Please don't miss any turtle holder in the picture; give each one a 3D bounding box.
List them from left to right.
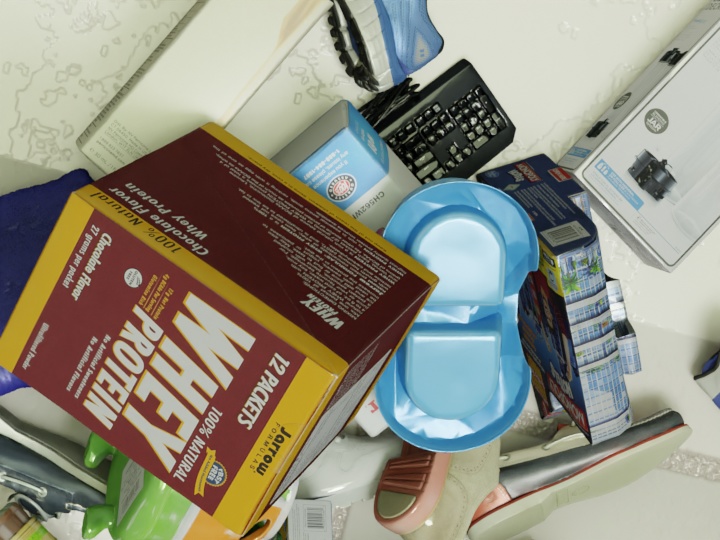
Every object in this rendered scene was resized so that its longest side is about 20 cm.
[{"bbox_3d":[-0.119,0.128,1.262,0.131,0.186,0.141,19,102,-18],"label":"turtle holder"}]

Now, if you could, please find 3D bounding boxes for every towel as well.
[{"bbox_3d":[-0.265,0.023,1.286,0.199,0.050,0.148,-22,72,-4],"label":"towel"}]

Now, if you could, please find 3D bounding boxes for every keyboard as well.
[{"bbox_3d":[0.019,-0.082,1.345,0.200,0.040,0.104,-39,101,-4],"label":"keyboard"}]

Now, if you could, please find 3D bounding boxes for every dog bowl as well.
[{"bbox_3d":[0.065,0.027,1.249,0.111,0.050,0.201,0,109,-5],"label":"dog bowl"}]

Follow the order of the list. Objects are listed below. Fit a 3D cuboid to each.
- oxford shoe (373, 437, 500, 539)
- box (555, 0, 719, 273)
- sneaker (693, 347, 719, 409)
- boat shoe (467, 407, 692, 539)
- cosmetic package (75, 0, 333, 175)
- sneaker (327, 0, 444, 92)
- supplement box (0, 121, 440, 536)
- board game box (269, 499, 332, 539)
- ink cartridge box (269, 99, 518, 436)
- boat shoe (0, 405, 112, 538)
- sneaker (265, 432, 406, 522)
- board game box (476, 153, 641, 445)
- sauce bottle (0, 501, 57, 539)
[{"bbox_3d":[0.076,0.128,1.341,0.074,0.071,0.200,45,58,-27],"label":"oxford shoe"},{"bbox_3d":[0.261,-0.110,1.369,0.200,0.060,0.117,-45,101,-2],"label":"box"},{"bbox_3d":[0.329,0.111,1.398,0.080,0.115,0.200,-32,129,-3],"label":"sneaker"},{"bbox_3d":[0.162,0.149,1.382,0.200,0.071,0.063,-23,61,-7],"label":"boat shoe"},{"bbox_3d":[-0.116,-0.142,1.284,0.071,0.105,0.200,41,90,-12],"label":"cosmetic package"},{"bbox_3d":[0.007,-0.239,1.316,0.089,0.079,0.201,-24,103,-20],"label":"sneaker"},{"bbox_3d":[-0.088,0.030,1.146,0.197,0.200,0.133,34,115,7],"label":"supplement box"},{"bbox_3d":[-0.047,0.284,1.277,0.034,0.135,0.201,4,60,-13],"label":"board game box"},{"bbox_3d":[0.000,0.000,1.306,0.144,0.085,0.200,-39,108,11],"label":"ink cartridge box"},{"bbox_3d":[-0.241,0.152,1.310,0.200,0.075,0.062,28,91,-9],"label":"boat shoe"},{"bbox_3d":[-0.054,0.147,1.345,0.199,0.076,0.081,-12,87,-9],"label":"sneaker"},{"bbox_3d":[0.159,0.038,1.324,0.062,0.200,0.200,-17,113,-6],"label":"board game box"},{"bbox_3d":[-0.199,0.253,1.262,0.200,0.065,0.065,44,88,-3],"label":"sauce bottle"}]
